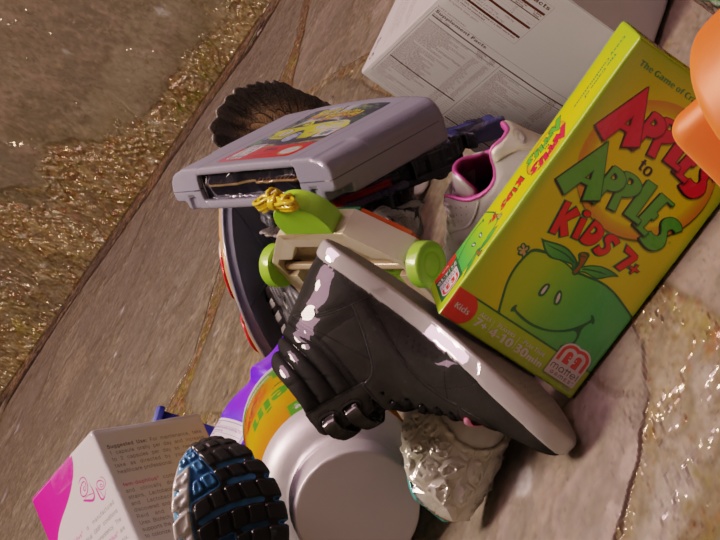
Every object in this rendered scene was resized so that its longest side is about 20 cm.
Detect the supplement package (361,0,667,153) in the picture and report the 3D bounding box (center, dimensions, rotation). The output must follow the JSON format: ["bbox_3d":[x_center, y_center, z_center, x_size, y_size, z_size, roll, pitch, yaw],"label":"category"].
[{"bbox_3d":[0.134,-0.225,1.429,0.200,0.147,0.192,-37,24,54],"label":"supplement package"}]

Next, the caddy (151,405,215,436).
[{"bbox_3d":[-0.167,0.203,1.521,0.200,0.104,0.142,110,172,-47],"label":"caddy"}]

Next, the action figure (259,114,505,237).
[{"bbox_3d":[0.024,-0.051,1.419,0.199,0.105,0.194,-19,17,-2],"label":"action figure"}]

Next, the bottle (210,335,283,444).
[{"bbox_3d":[-0.080,0.134,1.410,0.201,0.065,0.083,-61,19,-13],"label":"bottle"}]

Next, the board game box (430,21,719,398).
[{"bbox_3d":[0.141,-0.035,1.095,0.200,0.101,0.048,-54,14,13],"label":"board game box"}]

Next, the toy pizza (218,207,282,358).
[{"bbox_3d":[-0.089,-0.002,1.653,0.032,0.201,0.201,-13,32,18],"label":"toy pizza"}]

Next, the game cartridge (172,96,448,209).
[{"bbox_3d":[-0.035,-0.088,1.355,0.133,0.041,0.199,-26,16,-36],"label":"game cartridge"}]

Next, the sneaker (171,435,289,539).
[{"bbox_3d":[-0.071,0.204,1.179,0.075,0.201,0.087,-20,-5,-11],"label":"sneaker"}]

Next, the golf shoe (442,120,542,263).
[{"bbox_3d":[0.090,-0.042,1.310,0.200,0.091,0.076,-44,20,48],"label":"golf shoe"}]

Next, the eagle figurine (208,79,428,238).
[{"bbox_3d":[-0.033,-0.075,1.623,0.200,0.151,0.152,44,-124,-67],"label":"eagle figurine"}]

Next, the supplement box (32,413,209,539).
[{"bbox_3d":[-0.135,0.215,1.286,0.103,0.201,0.101,-8,-28,-44],"label":"supplement box"}]

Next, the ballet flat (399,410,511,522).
[{"bbox_3d":[0.073,0.064,1.167,0.072,0.072,0.201,-44,21,43],"label":"ballet flat"}]

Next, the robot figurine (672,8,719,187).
[{"bbox_3d":[0.241,-0.113,0.896,0.200,0.143,0.117,-44,54,44],"label":"robot figurine"}]

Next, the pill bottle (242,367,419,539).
[{"bbox_3d":[-0.018,0.132,1.258,0.111,0.111,0.200,-56,14,5],"label":"pill bottle"}]

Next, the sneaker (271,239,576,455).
[{"bbox_3d":[0.031,0.075,1.103,0.099,0.200,0.071,-57,-20,7],"label":"sneaker"}]

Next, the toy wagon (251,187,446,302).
[{"bbox_3d":[0.000,0.000,1.286,0.155,0.200,0.040,0,52,42],"label":"toy wagon"}]

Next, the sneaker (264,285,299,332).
[{"bbox_3d":[-0.012,0.003,1.515,0.115,0.075,0.200,-25,0,-12],"label":"sneaker"}]

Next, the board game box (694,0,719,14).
[{"bbox_3d":[0.222,-0.246,1.072,0.160,0.199,0.097,-57,14,-2],"label":"board game box"}]
